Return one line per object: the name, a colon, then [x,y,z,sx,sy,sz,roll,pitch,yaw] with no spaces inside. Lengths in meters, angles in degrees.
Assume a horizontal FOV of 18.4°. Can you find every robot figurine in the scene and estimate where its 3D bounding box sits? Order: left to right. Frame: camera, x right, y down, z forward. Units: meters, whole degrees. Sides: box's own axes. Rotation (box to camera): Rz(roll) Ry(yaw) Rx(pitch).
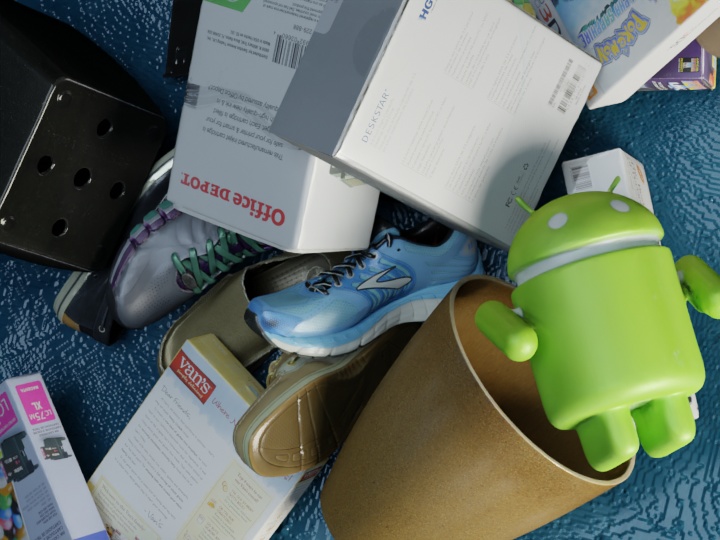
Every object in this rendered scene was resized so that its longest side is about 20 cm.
robot figurine: [0.170,0.035,1.554,0.175,0.116,0.201,-12,78,-11]

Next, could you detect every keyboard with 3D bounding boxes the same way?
keyboard: [-0.077,-0.172,1.773,0.200,0.021,0.127,-2,77,37]

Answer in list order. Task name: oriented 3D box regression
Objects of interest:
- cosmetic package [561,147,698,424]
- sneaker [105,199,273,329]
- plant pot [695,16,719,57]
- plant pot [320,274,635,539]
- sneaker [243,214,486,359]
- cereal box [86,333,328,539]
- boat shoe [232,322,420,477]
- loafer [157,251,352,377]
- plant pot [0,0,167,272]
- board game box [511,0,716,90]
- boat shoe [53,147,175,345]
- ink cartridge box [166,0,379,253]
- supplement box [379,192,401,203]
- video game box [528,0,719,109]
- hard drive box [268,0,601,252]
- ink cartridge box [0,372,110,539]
cosmetic package: [0.202,0.015,1.651,0.051,0.083,0.201,-14,81,15]
sneaker: [-0.111,-0.027,1.729,0.200,0.074,0.087,-47,38,-12]
plant pot: [0.328,-0.217,1.592,0.174,0.200,0.201,-5,82,38]
plant pot: [0.068,0.137,1.647,0.200,0.186,0.187,-42,72,25]
sneaker: [0.000,0.000,1.673,0.078,0.200,0.090,34,137,51]
cereal box: [-0.130,0.169,1.746,0.144,0.039,0.200,46,116,18]
boat shoe: [-0.034,0.089,1.687,0.066,0.200,0.074,17,125,35]
loafer: [-0.085,0.030,1.757,0.200,0.067,0.076,-35,74,13]
plant pot: [-0.273,-0.101,1.746,0.177,0.200,0.200,28,94,35]
board game box: [0.187,-0.237,1.695,0.165,0.057,0.201,0,85,21]
boat shoe: [-0.169,-0.024,1.792,0.062,0.075,0.200,40,103,13]
ink cartridge box: [-0.051,-0.126,1.623,0.146,0.084,0.201,22,106,40]
supplement box: [0.047,-0.155,1.707,0.085,0.110,0.201,4,86,20]
video game box: [0.188,-0.242,1.588,0.182,0.047,0.200,60,140,12]
hard drive box: [0.056,-0.123,1.560,0.077,0.200,0.156,24,88,46]
ink cartridge box: [-0.262,0.196,1.792,0.119,0.042,0.200,-39,73,44]
